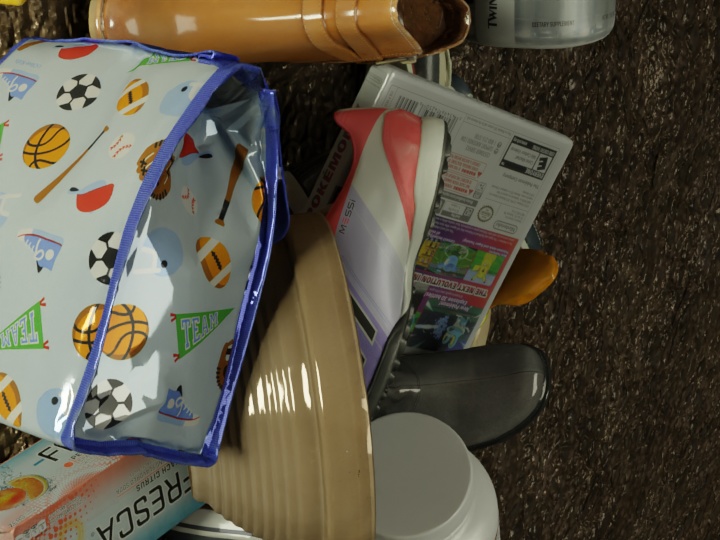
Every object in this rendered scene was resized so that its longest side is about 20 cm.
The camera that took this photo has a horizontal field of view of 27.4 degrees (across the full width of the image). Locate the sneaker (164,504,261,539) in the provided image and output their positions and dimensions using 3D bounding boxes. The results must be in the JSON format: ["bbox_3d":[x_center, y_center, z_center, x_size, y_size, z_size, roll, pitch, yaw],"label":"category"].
[{"bbox_3d":[-0.068,0.203,0.998,0.200,0.078,0.080,29,71,-56],"label":"sneaker"}]

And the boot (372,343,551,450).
[{"bbox_3d":[0.017,0.082,0.983,0.132,0.199,0.070,31,47,-57],"label":"boot"}]

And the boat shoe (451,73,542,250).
[{"bbox_3d":[0.098,-0.075,1.153,0.062,0.075,0.200,-54,131,-12],"label":"boat shoe"}]

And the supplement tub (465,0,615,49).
[{"bbox_3d":[0.130,-0.272,1.089,0.122,0.122,0.201,-26,120,-48],"label":"supplement tub"}]

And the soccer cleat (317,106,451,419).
[{"bbox_3d":[0.000,0.000,0.895,0.068,0.073,0.201,-92,-165,-79],"label":"soccer cleat"}]

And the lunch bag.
[{"bbox_3d":[-0.133,-0.018,0.756,0.124,0.169,0.201,16,86,-53],"label":"lunch bag"}]

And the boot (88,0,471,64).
[{"bbox_3d":[-0.043,-0.149,0.854,0.200,0.154,0.074,-22,117,-50],"label":"boot"}]

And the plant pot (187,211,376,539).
[{"bbox_3d":[-0.055,0.071,0.825,0.092,0.201,0.202,-6,111,-10],"label":"plant pot"}]

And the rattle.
[{"bbox_3d":[0.104,0.070,1.154,0.130,0.142,0.201,-50,134,-61],"label":"rattle"}]

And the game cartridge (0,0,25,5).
[{"bbox_3d":[-0.159,-0.261,0.770,0.200,0.032,0.177,-47,135,-33],"label":"game cartridge"}]

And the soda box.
[{"bbox_3d":[-0.146,0.124,0.876,0.200,0.063,0.069,-32,124,-45],"label":"soda box"}]

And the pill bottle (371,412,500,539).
[{"bbox_3d":[0.037,0.177,0.985,0.112,0.112,0.200,-58,158,-25],"label":"pill bottle"}]

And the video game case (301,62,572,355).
[{"bbox_3d":[0.040,-0.030,0.985,0.199,0.023,0.183,13,107,-47],"label":"video game case"}]

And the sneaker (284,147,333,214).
[{"bbox_3d":[0.011,-0.016,1.028,0.090,0.067,0.200,-36,134,-4],"label":"sneaker"}]

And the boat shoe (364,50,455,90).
[{"bbox_3d":[0.038,-0.140,1.038,0.062,0.071,0.201,-15,106,-36],"label":"boat shoe"}]
